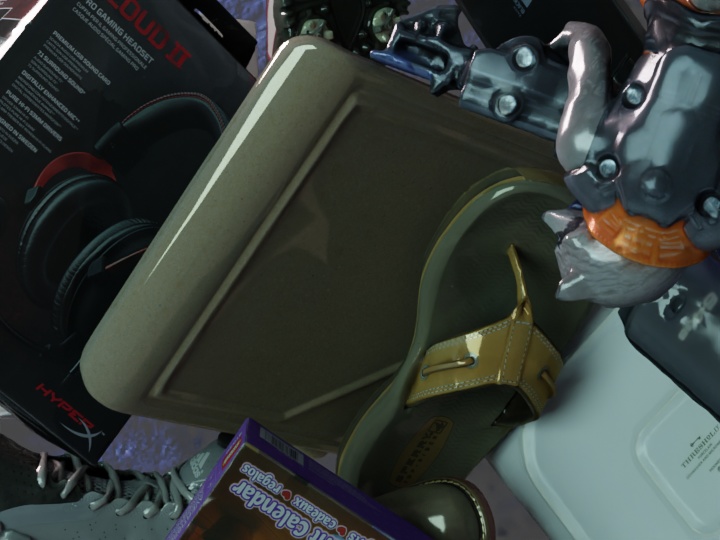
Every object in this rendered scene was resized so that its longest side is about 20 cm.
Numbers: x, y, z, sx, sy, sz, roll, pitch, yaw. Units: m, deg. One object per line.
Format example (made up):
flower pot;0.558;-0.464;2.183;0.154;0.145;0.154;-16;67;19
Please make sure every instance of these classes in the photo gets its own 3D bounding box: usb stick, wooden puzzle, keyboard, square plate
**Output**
usb stick;0.181;0.061;0.693;0.200;0.032;0.056;44;114;33
wooden puzzle;0.000;0.000;0.780;0.185;0.199;0.037;-55;41;20
keyboard;0.088;-0.154;0.823;0.201;0.021;0.127;60;136;25
square plate;0.154;0.075;0.753;0.200;0.028;0.198;-51;57;24

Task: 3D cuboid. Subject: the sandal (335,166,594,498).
sandal;0.050;0.046;0.772;0.201;0.080;0.054;-62;24;29

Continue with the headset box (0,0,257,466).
headset box;-0.122;-0.042;0.785;0.200;0.149;0.075;-54;30;-14

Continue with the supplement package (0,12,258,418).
supplement package;-0.127;-0.027;0.924;0.117;0.116;0.202;-11;79;48

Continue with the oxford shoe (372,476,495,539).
oxford shoe;-0.032;0.152;0.775;0.199;0.075;0.071;-35;64;15

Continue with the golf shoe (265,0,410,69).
golf shoe;-0.025;-0.101;0.868;0.088;0.077;0.202;7;103;53

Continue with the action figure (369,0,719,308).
action figure;0.093;-0.080;0.630;0.199;0.105;0.195;13;102;14

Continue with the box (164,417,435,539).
box;-0.003;0.173;0.735;0.199;0.039;0.137;34;98;-7

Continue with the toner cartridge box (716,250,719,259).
toner cartridge box;0.216;-0.070;0.663;0.199;0.043;0.096;-21;99;26

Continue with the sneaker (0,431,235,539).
sneaker;-0.114;0.105;0.891;0.116;0.200;0.075;-45;23;16

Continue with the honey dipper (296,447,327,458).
honey dipper;0.028;0.012;0.857;0.200;0.038;0.038;-50;59;23
